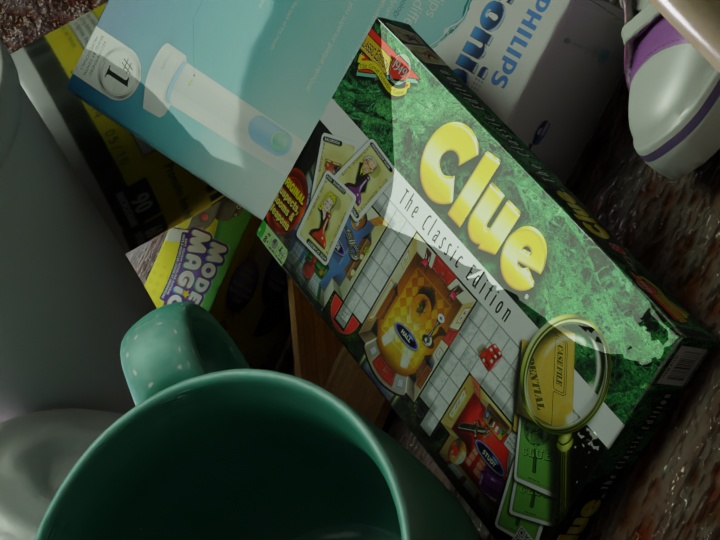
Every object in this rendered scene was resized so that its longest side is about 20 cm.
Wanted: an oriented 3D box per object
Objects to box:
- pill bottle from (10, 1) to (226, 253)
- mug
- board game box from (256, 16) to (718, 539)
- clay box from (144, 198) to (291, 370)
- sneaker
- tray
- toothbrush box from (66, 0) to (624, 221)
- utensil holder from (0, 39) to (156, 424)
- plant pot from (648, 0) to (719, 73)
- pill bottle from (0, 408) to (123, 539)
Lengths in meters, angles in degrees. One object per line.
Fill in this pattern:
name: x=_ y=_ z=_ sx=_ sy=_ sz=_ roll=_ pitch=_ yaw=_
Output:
pill bottle: x=-0.067 y=-0.100 z=1.024 sx=0.199 sy=0.115 sz=0.114 roll=-30 pitch=14 yaw=-7
mug: x=-0.023 y=0.111 z=0.722 sx=0.151 sy=0.114 sz=0.186 roll=3 pitch=68 yaw=29
board game box: x=0.037 y=0.004 z=0.747 sx=0.105 sy=0.023 sz=0.200 roll=-58 pitch=47 yaw=20
clay box: x=-0.060 y=-0.016 z=1.131 sx=0.201 sy=0.047 sz=0.115 roll=-66 pitch=-21 yaw=-3
sneaker: x=0.102 y=-0.135 z=0.754 sx=0.073 sy=0.114 sz=0.202 roll=-37 pitch=33 yaw=56
tray: x=0.000 y=0.000 z=1.015 sx=0.200 sy=0.037 sz=0.099 roll=-97 pitch=29 yaw=-64
toothbrush box: x=-0.004 y=-0.090 z=0.873 sx=0.085 sy=0.199 sz=0.147 roll=9 pitch=-69 yaw=-61
utensil holder: x=-0.187 y=0.014 z=0.919 sx=0.169 sy=0.201 sz=0.171 roll=-15 pitch=42 yaw=14
plant pot: x=0.143 y=-0.139 z=0.502 sx=0.200 sy=0.176 sz=0.201 roll=-56 pitch=17 yaw=29
pill bottle: x=-0.125 y=0.169 z=0.873 sx=0.111 sy=0.110 sz=0.201 roll=-97 pitch=18 yaw=-63
